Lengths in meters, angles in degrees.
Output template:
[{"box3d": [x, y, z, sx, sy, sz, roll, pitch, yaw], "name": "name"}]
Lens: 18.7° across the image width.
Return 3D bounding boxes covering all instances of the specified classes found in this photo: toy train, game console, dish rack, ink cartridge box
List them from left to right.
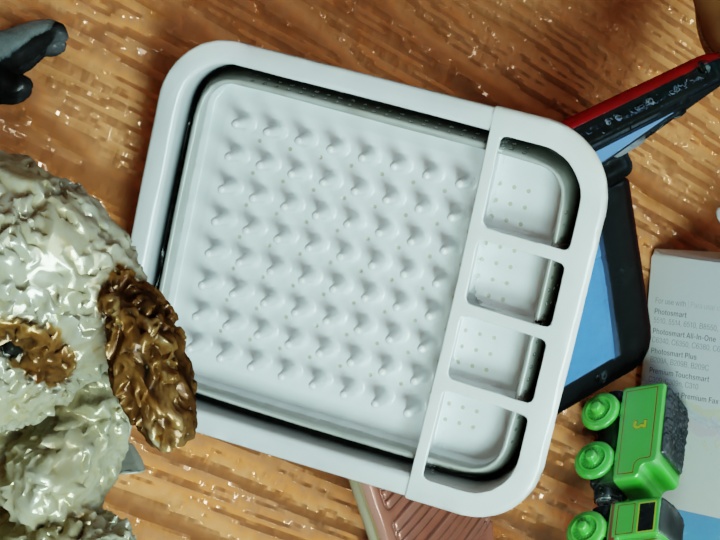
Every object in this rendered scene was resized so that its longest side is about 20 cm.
[{"box3d": [0.000, 0.000, 0.943, 0.044, 0.199, 0.173, -33, 136, -72], "name": "dish rack"}, {"box3d": [0.096, 0.003, 1.065, 0.199, 0.172, 0.119, -27, 84, -35], "name": "game console"}, {"box3d": [0.134, 0.145, 1.107, 0.042, 0.056, 0.201, 48, 41, -42], "name": "toy train"}, {"box3d": [0.236, 0.070, 1.180, 0.128, 0.125, 0.202, 1, 95, -40], "name": "ink cartridge box"}]

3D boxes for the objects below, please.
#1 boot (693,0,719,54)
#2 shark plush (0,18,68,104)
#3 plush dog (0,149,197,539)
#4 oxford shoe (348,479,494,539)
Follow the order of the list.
[{"box3d": [0.173, -0.197, 1.074, 0.156, 0.076, 0.201, 55, 26, -38], "name": "boot"}, {"box3d": [-0.192, -0.084, 0.846, 0.199, 0.091, 0.084, -19, 77, -32], "name": "shark plush"}, {"box3d": [-0.137, 0.026, 0.825, 0.199, 0.172, 0.161, 29, 48, -1], "name": "plush dog"}, {"box3d": [0.023, 0.128, 1.040, 0.071, 0.074, 0.201, -41, 124, -32], "name": "oxford shoe"}]
